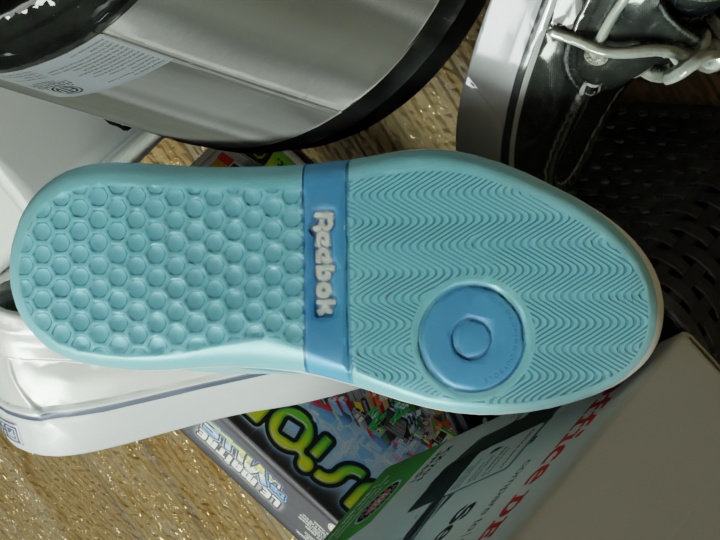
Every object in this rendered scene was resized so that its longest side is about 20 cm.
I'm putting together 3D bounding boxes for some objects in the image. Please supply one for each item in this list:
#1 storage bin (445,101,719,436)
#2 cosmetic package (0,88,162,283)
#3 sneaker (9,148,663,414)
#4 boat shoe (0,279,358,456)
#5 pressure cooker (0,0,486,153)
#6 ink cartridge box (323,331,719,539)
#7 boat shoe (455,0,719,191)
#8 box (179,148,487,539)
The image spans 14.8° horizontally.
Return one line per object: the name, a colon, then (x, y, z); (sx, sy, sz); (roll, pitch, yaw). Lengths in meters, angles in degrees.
storage bin: (0.114, 0.049, 0.948); (0.135, 0.094, 0.201); (7, 132, 46)
cosmetic package: (-0.146, -0.094, 1.012); (0.167, 0.167, 0.200); (48, 149, -3)
sneaker: (0.000, 0.000, 0.880); (0.198, 0.080, 0.131); (8, -179, 9)
boat shoe: (-0.039, 0.008, 0.996); (0.074, 0.199, 0.066); (-131, 27, -52)
pressure cooker: (-0.052, -0.125, 0.828); (0.176, 0.180, 0.199); (33, -169, 37)
ink cartridge box: (0.040, 0.115, 0.882); (0.083, 0.147, 0.200); (48, 148, -7)
boat shoe: (0.085, -0.086, 0.831); (0.068, 0.074, 0.200); (31, 128, 15)
box: (-0.008, 0.044, 1.068); (0.200, 0.110, 0.035); (42, 149, 4)
